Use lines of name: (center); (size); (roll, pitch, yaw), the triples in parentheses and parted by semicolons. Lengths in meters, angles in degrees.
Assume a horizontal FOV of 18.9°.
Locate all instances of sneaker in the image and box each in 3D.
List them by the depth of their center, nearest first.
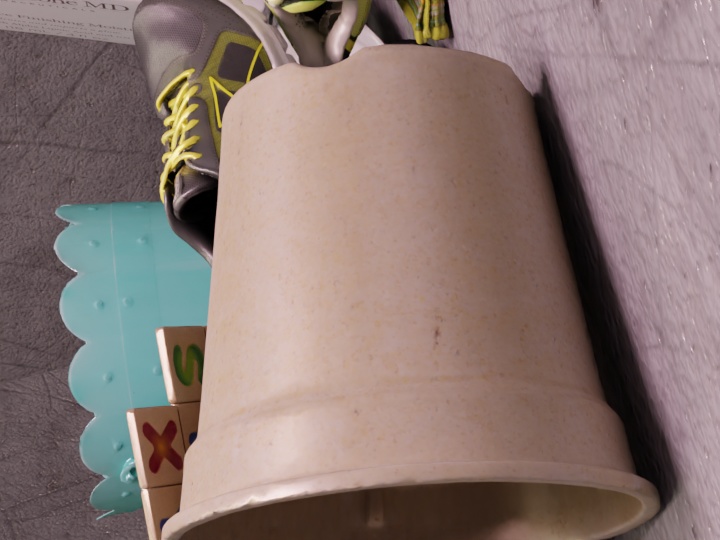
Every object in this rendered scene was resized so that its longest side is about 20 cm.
sneaker: (-0.025, -0.173, 1.049); (0.200, 0.075, 0.077); (62, -156, -60)
sneaker: (-0.066, -0.063, 1.063); (0.201, 0.084, 0.075); (57, 132, 22)

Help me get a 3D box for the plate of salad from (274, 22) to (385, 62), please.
plate of salad: (-0.017, -0.059, 1.293); (0.200, 0.048, 0.202); (31, 129, 47)

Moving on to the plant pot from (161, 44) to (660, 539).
plant pot: (0.015, 0.016, 0.884); (0.201, 0.199, 0.185); (94, 172, -73)

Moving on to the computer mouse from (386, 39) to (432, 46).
computer mouse: (-0.005, -0.021, 1.099); (0.138, 0.052, 0.202); (21, 100, 43)

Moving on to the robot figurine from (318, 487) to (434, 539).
robot figurine: (0.035, 0.082, 0.997); (0.058, 0.144, 0.202); (145, 121, -75)

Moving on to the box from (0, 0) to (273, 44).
box: (-0.142, -0.249, 1.341); (0.131, 0.197, 0.202); (104, 173, -81)

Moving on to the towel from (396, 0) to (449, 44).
towel: (0.012, -0.217, 1.063); (0.086, 0.018, 0.201); (-116, 13, -62)

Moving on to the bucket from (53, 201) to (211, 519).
bucket: (-0.114, 0.048, 1.364); (0.207, 0.134, 0.209); (172, 90, -86)

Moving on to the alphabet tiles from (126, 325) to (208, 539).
alphabet tiles: (-0.038, 0.106, 0.971); (0.200, 0.006, 0.168); (2, -105, -62)
